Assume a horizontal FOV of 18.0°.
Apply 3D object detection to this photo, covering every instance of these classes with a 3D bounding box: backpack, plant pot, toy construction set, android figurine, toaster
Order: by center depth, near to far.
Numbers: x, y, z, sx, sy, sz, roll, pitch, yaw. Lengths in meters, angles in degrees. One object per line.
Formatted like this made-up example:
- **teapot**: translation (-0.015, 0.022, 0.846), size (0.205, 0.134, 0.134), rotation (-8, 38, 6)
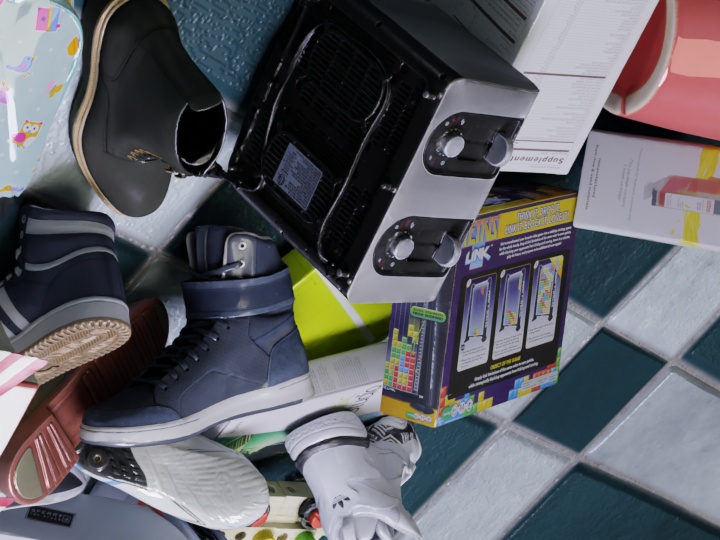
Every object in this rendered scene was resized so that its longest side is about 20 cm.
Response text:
- **backpack**: translation (-0.250, -0.127, 1.409), size (0.166, 0.127, 0.200), rotation (7, 121, -38)
- **toaster**: translation (0.008, -0.095, 1.605), size (0.118, 0.200, 0.181), rotation (7, 117, -45)
- **plant pot**: translation (0.274, -0.185, 1.718), size (0.177, 0.201, 0.201), rotation (0, 129, -25)
- **android figurine**: translation (0.000, 0.000, 1.801), size (0.200, 0.041, 0.182), rotation (-39, 143, 0)
- **toy construction set**: translation (-0.097, 0.224, 1.895), size (0.200, 0.092, 0.131), rotation (-5, 129, -47)

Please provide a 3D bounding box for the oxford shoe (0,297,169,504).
- **oxford shoe**: translation (-0.219, 0.085, 1.682), size (0.200, 0.074, 0.071), rotation (-47, 135, -35)

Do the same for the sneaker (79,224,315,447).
- **sneaker**: translation (-0.129, 0.045, 1.670), size (0.202, 0.077, 0.147), rotation (-17, 104, -39)

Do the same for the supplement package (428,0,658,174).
- **supplement package**: translation (0.125, -0.182, 1.657), size (0.113, 0.110, 0.200), rotation (1, 128, -38)

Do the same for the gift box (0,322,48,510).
- **gift box**: translation (-0.319, 0.080, 1.504), size (0.199, 0.187, 0.185), rotation (7, 124, -34)

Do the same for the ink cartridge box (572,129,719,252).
- **ink cartridge box**: translation (0.295, -0.055, 1.823), size (0.145, 0.199, 0.084), rotation (7, 94, -52)

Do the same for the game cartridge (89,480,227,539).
- **game cartridge**: translation (-0.158, 0.245, 1.798), size (0.041, 0.200, 0.133), rotation (-4, 132, -47)

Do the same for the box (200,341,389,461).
- **box**: translation (-0.045, 0.110, 1.838), size (0.199, 0.036, 0.144), rotation (-12, 161, -26)

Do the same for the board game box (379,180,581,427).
- **board game box**: translation (0.096, 0.022, 1.789), size (0.200, 0.057, 0.166), rotation (-12, 111, -57)

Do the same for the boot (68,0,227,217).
- **boot**: translation (-0.137, -0.081, 1.533), size (0.077, 0.138, 0.200), rotation (-22, 141, -18)

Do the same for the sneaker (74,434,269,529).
- **sneaker**: translation (-0.165, 0.144, 1.748), size (0.072, 0.199, 0.072), rotation (-65, -169, -18)

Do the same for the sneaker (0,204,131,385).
- **sneaker**: translation (-0.246, 0.022, 1.622), size (0.199, 0.109, 0.070), rotation (-21, 154, 31)

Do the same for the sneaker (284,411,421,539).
- **sneaker**: translation (0.009, 0.182, 1.870), size (0.075, 0.115, 0.200), rotation (-26, 164, 17)

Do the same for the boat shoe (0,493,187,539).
- **boat shoe**: translation (-0.222, 0.218, 1.758), size (0.198, 0.074, 0.068), rotation (12, 140, 3)

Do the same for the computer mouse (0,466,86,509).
- **computer mouse**: translation (-0.290, 0.150, 1.701), size (0.200, 0.109, 0.044), rotation (-9, 116, -47)
